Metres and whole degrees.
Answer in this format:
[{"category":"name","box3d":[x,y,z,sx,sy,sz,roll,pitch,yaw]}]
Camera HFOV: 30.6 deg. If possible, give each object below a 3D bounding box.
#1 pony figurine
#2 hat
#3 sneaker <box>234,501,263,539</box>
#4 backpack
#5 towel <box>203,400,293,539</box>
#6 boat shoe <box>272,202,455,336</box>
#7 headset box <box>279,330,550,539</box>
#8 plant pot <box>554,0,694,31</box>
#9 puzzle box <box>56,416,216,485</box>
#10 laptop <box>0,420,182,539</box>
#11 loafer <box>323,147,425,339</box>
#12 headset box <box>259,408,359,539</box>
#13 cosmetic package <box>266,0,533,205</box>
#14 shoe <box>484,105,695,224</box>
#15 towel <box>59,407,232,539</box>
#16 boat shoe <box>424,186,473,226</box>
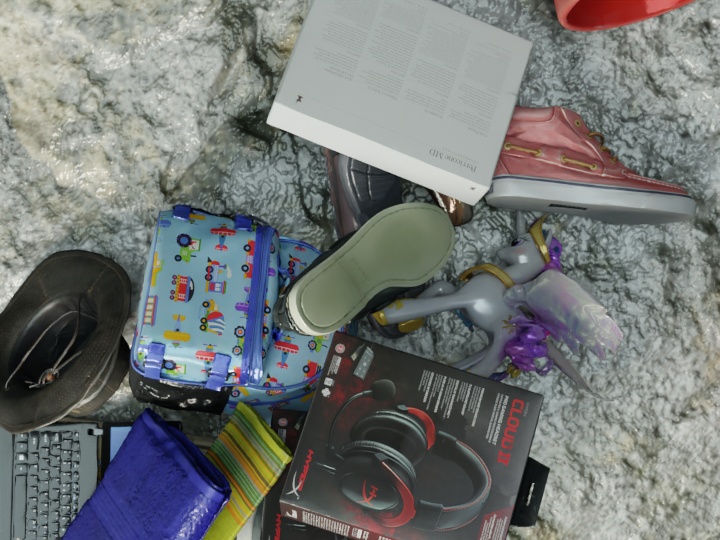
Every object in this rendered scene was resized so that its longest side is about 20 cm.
[{"category":"pony figurine","box3d":[0.135,0.049,1.183,0.199,0.167,0.193,-30,64,-14]},{"category":"hat","box3d":[-0.264,0.077,1.215,0.201,0.201,0.081,-46,132,3]},{"category":"sneaker","box3d":[-0.053,0.275,1.186,0.120,0.084,0.201,-4,52,9]},{"category":"backpack","box3d":[-0.097,0.044,1.184,0.199,0.135,0.183,12,68,-5]},{"category":"towel","box3d":[-0.137,0.212,1.116,0.018,0.086,0.200,33,95,-41]},{"category":"boat shoe","box3d":[0.001,0.002,1.148,0.199,0.066,0.075,-39,101,-37]},{"category":"headset box","box3d":[0.051,0.153,1.063,0.199,0.075,0.149,18,72,4]},{"category":"plant pot","box3d":[0.241,-0.332,1.157,0.200,0.200,0.178,-19,82,2]},{"category":"puzzle box","box3d":[-0.221,0.216,1.260,0.199,0.025,0.134,7,91,2]},{"category":"laptop","box3d":[-0.264,0.224,1.184,0.199,0.103,0.178,2,82,-11]},{"category":"loafer","box3d":[0.011,-0.035,1.221,0.072,0.063,0.201,-24,115,-26]},{"category":"headset box","box3d":[0.015,0.208,1.133,0.199,0.077,0.149,6,55,-3]},{"category":"cosmetic package","box3d":[0.036,-0.165,1.156,0.199,0.052,0.151,22,68,-6]},{"category":"shoe","box3d":[0.214,-0.098,1.213,0.199,0.071,0.091,6,79,-7]},{"category":"towel","box3d":[-0.193,0.233,1.115,0.049,0.148,0.200,32,93,-38]},{"category":"boat shoe","box3d":[0.040,-0.125,1.223,0.072,0.076,0.201,-28,81,7]}]
